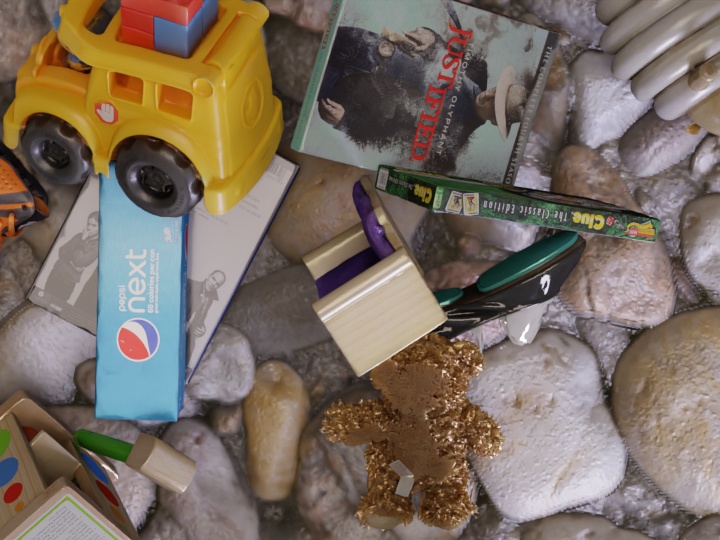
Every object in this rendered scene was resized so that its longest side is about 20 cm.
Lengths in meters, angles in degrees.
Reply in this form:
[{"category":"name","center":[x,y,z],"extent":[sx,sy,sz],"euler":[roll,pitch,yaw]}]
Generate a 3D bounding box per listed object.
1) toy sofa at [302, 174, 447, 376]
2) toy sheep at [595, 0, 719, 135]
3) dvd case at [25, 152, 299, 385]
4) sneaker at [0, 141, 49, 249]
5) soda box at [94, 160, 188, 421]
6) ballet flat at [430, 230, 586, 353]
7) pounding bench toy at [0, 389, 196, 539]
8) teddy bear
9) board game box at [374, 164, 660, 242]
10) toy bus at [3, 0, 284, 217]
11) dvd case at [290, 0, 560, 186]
[{"category":"toy sofa","center":[0.000,0.000,1.484],"extent":[0.082,0.200,0.098],"euler":[-32,102,2]},{"category":"toy sheep","center":[0.246,-0.192,1.506],"extent":[0.137,0.138,0.201],"euler":[-28,85,1]},{"category":"dvd case","center":[-0.159,-0.031,1.565],"extent":[0.149,0.025,0.201],"euler":[28,94,-3]},{"category":"sneaker","center":[-0.298,-0.013,1.537],"extent":[0.111,0.078,0.202],"euler":[-11,95,1]},{"category":"soda box","center":[-0.171,0.014,1.524],"extent":[0.067,0.064,0.202],"euler":[2,94,-1]},{"category":"ballet flat","center":[0.098,0.033,1.560],"extent":[0.198,0.068,0.069],"euler":[-22,105,11]},{"category":"pounding bench toy","center":[-0.229,0.172,1.510],"extent":[0.200,0.156,0.124],"euler":[-41,127,3]},{"category":"teddy bear","center":[0.045,0.129,1.545],"extent":[0.143,0.067,0.201],"euler":[-11,123,13]},{"category":"board game box","center":[0.120,-0.051,1.493],"extent":[0.198,0.105,0.024],"euler":[7,101,-25]},{"category":"toy bus","center":[-0.165,-0.158,1.426],"extent":[0.198,0.136,0.193],"euler":[16,138,16]},{"category":"dvd case","center":[0.053,-0.141,1.512],"extent":[0.198,0.022,0.147],"euler":[13,99,-32]}]
